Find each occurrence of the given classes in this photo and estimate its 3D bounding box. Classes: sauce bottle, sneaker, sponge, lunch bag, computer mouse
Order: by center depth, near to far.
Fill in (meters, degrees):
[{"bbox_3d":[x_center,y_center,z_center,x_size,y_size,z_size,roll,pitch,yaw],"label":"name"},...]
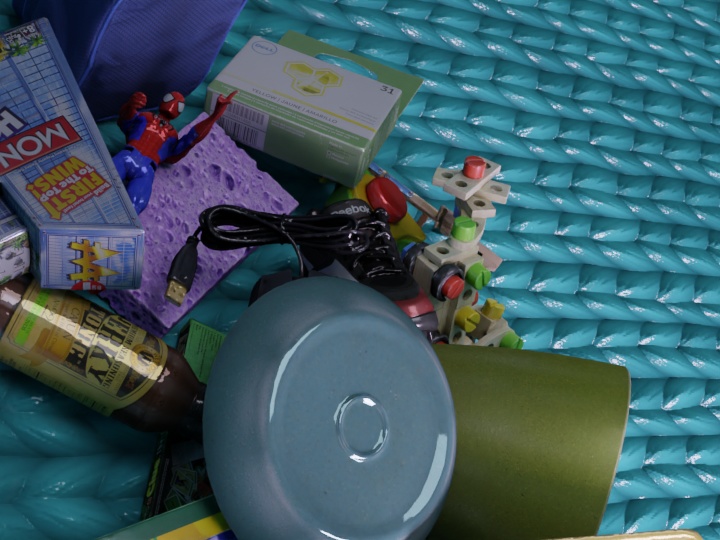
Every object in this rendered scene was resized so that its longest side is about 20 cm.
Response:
[{"bbox_3d":[-0.162,0.066,0.959,0.198,0.065,0.065,28,44,-10],"label":"sauce bottle"},{"bbox_3d":[-0.070,0.029,0.971,0.138,0.046,0.202,6,56,1],"label":"computer mouse"},{"bbox_3d":[0.000,0.000,1.069,0.070,0.200,0.099,-7,105,-20],"label":"sneaker"},{"bbox_3d":[-0.178,-0.227,1.089,0.135,0.200,0.133,-17,67,-40],"label":"lunch bag"},{"bbox_3d":[-0.140,-0.037,1.101,0.112,0.030,0.200,45,41,-2],"label":"sponge"}]

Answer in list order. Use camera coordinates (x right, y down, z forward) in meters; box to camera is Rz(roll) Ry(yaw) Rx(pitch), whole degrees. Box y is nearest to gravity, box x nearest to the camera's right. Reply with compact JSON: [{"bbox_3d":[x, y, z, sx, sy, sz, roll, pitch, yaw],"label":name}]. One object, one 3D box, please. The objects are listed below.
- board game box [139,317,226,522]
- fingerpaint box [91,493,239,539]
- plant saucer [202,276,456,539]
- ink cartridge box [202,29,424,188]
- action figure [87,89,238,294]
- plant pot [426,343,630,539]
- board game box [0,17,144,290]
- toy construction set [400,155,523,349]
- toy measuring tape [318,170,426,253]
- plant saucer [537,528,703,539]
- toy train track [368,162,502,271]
[{"bbox_3d":[-0.096,0.136,1.008,0.104,0.023,0.202,26,46,-20],"label":"board game box"},{"bbox_3d":[-0.076,0.226,0.893,0.198,0.073,0.169,-14,76,-41],"label":"fingerpaint box"},{"bbox_3d":[-0.007,0.101,0.908,0.198,0.036,0.203,7,78,-35],"label":"plant saucer"},{"bbox_3d":[-0.033,-0.161,1.232,0.144,0.048,0.201,21,41,8],"label":"ink cartridge box"},{"bbox_3d":[-0.156,-0.084,1.034,0.065,0.099,0.201,34,40,-13],"label":"action figure"},{"bbox_3d":[0.075,0.130,1.050,0.197,0.188,0.188,18,44,2],"label":"plant pot"},{"bbox_3d":[-0.238,-0.052,0.926,0.199,0.062,0.200,-29,62,-30],"label":"board game box"},{"bbox_3d":[0.082,0.014,1.137,0.130,0.203,0.092,-20,29,-38],"label":"toy construction set"},{"bbox_3d":[0.028,-0.015,1.201,0.201,0.073,0.074,52,41,-3],"label":"toy measuring tape"},{"bbox_3d":[0.129,0.273,0.935,0.197,0.048,0.203,-2,89,-12],"label":"plant saucer"},{"bbox_3d":[0.036,-0.056,1.251,0.199,0.033,0.115,38,-4,4],"label":"toy train track"}]
